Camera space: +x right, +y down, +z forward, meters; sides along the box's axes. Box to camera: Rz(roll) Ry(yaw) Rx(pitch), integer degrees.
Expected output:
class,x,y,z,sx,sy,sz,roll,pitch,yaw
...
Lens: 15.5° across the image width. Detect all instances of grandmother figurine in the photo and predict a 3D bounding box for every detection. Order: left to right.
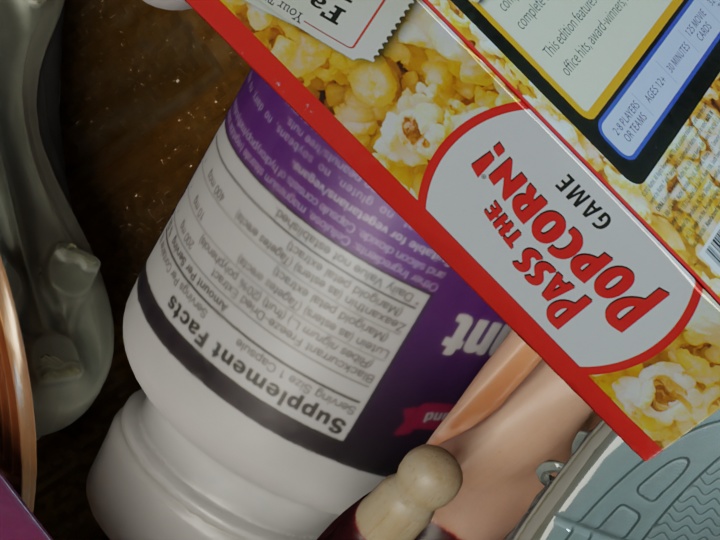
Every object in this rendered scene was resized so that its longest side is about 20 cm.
class,x,y,z,sx,sy,sz,roll,pitch,yaw
grandmother figurine,0.026,0.063,0.712,0.200,0.121,0.061,-45,58,10

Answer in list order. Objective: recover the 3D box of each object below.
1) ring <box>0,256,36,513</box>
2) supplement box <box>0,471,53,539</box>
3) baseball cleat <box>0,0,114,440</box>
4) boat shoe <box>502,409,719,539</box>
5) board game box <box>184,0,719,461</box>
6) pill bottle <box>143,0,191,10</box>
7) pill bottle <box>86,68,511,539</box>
class,x,y,z,sx,sy,sz,roll,pitch,yaw
ring,-0.153,0.004,0.797,0.200,0.019,0.201,37,138,44
supplement box,-0.126,0.115,0.730,0.200,0.086,0.110,50,149,13
baseball cleat,-0.128,-0.042,0.818,0.106,0.070,0.200,-29,66,58
boat shoe,0.055,0.100,0.682,0.074,0.065,0.202,11,121,-12
board game box,0.035,-0.073,0.626,0.200,0.152,0.046,45,127,-4
pill bottle,-0.071,-0.179,0.743,0.112,0.112,0.200,-38,90,22
pill bottle,0.000,0.000,0.764,0.111,0.111,0.200,33,111,8
